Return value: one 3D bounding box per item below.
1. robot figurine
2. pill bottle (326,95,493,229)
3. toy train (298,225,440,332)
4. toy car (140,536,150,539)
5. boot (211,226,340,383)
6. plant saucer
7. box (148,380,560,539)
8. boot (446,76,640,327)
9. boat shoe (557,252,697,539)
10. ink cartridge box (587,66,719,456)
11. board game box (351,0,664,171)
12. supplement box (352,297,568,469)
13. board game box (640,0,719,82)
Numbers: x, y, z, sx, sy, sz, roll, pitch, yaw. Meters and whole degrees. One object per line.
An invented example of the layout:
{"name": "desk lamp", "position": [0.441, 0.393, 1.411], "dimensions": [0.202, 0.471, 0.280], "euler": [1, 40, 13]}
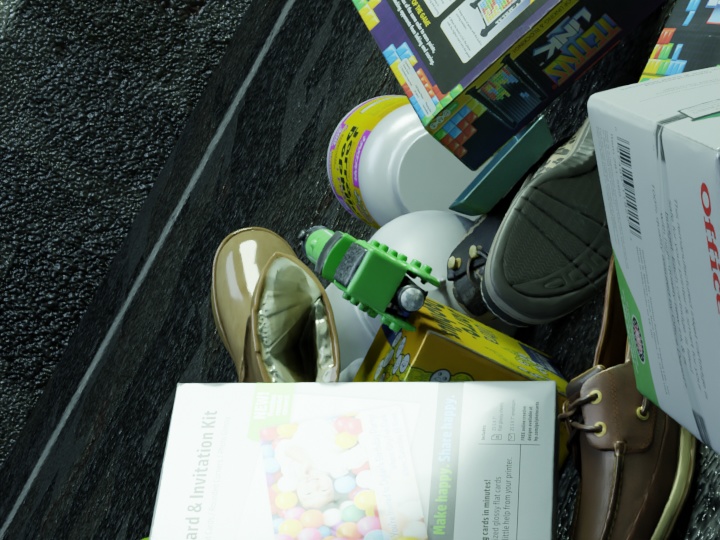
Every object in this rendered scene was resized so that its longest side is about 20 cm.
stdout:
{"name": "robot figurine", "position": [0.033, 0.035, 1.592], "dimensions": [0.170, 0.113, 0.200], "euler": [-52, 3, -38]}
{"name": "pill bottle", "position": [0.042, -0.074, 1.782], "dimensions": [0.105, 0.104, 0.200], "euler": [-65, 12, 0]}
{"name": "toy train", "position": [0.000, 0.000, 1.428], "dimensions": [0.042, 0.056, 0.200], "euler": [-62, 12, 0]}
{"name": "toy car", "position": [-0.043, 0.197, 1.557], "dimensions": [0.200, 0.158, 0.164], "euler": [-50, 26, 10]}
{"name": "boot", "position": [-0.048, 0.029, 1.477], "dimensions": [0.200, 0.066, 0.176], "euler": [101, 155, -72]}
{"name": "plant saucer", "position": [0.087, -0.060, 1.499], "dimensions": [0.070, 0.019, 0.200], "euler": [-47, 2, 0]}
{"name": "box", "position": [-0.002, 0.124, 1.212], "dimensions": [0.041, 0.199, 0.156], "euler": [81, -168, -45]}
{"name": "boot", "position": [0.103, -0.013, 1.432], "dimensions": [0.151, 0.073, 0.200], "euler": [-47, 9, 50]}
{"name": "boat shoe", "position": [0.130, 0.077, 1.220], "dimensions": [0.072, 0.067, 0.201], "euler": [-39, 29, 63]}
{"name": "ink cartridge box", "position": [0.169, -0.002, 1.034], "dimensions": [0.200, 0.084, 0.147], "euler": [-134, 32, -75]}
{"name": "board game box", "position": [0.083, -0.180, 1.492], "dimensions": [0.165, 0.057, 0.200], "euler": [-41, 39, 13]}
{"name": "supplement box", "position": [0.033, 0.130, 1.422], "dimensions": [0.200, 0.109, 0.109], "euler": [-63, 13, 8]}
{"name": "board game box", "position": [0.224, -0.146, 1.252], "dimensions": [0.166, 0.057, 0.200], "euler": [-66, 13, 2]}
